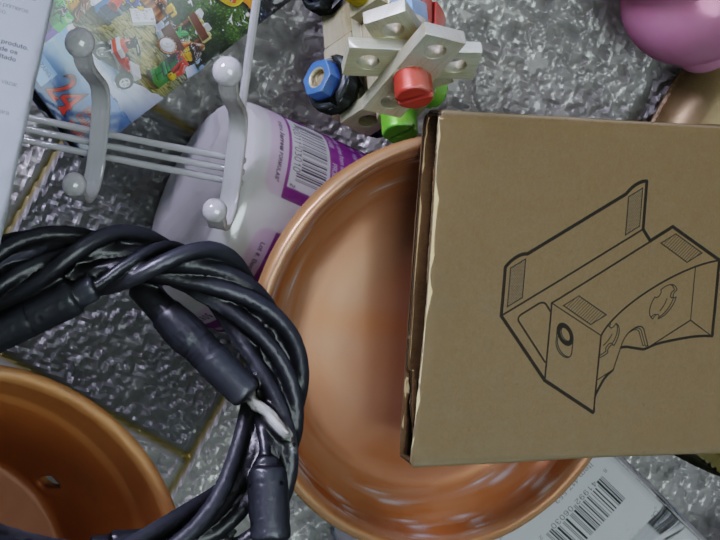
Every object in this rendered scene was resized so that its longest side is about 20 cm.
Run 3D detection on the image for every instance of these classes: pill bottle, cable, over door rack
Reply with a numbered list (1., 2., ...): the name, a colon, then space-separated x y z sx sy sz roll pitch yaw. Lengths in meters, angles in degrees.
1. pill bottle: 0.000 0.000 0.907 0.199 0.112 0.113 23 91 -24
2. cable: -0.120 0.059 0.750 0.199 0.051 0.164 9 85 -9
3. over door rack: -0.113 -0.128 0.788 0.147 0.067 0.201 12 98 7

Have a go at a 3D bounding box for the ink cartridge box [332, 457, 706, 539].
1. ink cartridge box: 0.106 0.167 0.986 0.146 0.086 0.200 -45 114 3

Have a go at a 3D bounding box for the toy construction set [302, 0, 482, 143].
1. toy construction set: 0.026 -0.140 0.864 0.092 0.131 0.201 35 44 -30

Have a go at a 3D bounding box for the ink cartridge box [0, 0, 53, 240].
1. ink cartridge box: -0.224 -0.109 0.704 0.195 0.043 0.201 16 68 -18

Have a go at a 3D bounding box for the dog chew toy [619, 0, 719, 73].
1. dog chew toy: 0.163 -0.199 0.933 0.124 0.124 0.201 -27 117 -15

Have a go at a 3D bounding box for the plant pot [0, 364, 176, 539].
1. plant pot: -0.191 0.148 0.827 0.199 0.140 0.202 2 83 -18

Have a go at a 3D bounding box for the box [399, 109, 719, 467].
1. box: 0.117 0.010 0.844 0.199 0.021 0.165 1 98 -23

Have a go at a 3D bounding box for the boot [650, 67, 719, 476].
1. boot: 0.205 -0.003 1.015 0.175 0.066 0.200 40 83 -24

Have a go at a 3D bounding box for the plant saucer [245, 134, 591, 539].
1. plant saucer: 0.036 0.034 0.847 0.199 0.037 0.202 -4 100 -21

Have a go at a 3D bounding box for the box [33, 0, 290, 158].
1. box: -0.141 -0.176 0.855 0.136 0.038 0.200 -39 112 -10
